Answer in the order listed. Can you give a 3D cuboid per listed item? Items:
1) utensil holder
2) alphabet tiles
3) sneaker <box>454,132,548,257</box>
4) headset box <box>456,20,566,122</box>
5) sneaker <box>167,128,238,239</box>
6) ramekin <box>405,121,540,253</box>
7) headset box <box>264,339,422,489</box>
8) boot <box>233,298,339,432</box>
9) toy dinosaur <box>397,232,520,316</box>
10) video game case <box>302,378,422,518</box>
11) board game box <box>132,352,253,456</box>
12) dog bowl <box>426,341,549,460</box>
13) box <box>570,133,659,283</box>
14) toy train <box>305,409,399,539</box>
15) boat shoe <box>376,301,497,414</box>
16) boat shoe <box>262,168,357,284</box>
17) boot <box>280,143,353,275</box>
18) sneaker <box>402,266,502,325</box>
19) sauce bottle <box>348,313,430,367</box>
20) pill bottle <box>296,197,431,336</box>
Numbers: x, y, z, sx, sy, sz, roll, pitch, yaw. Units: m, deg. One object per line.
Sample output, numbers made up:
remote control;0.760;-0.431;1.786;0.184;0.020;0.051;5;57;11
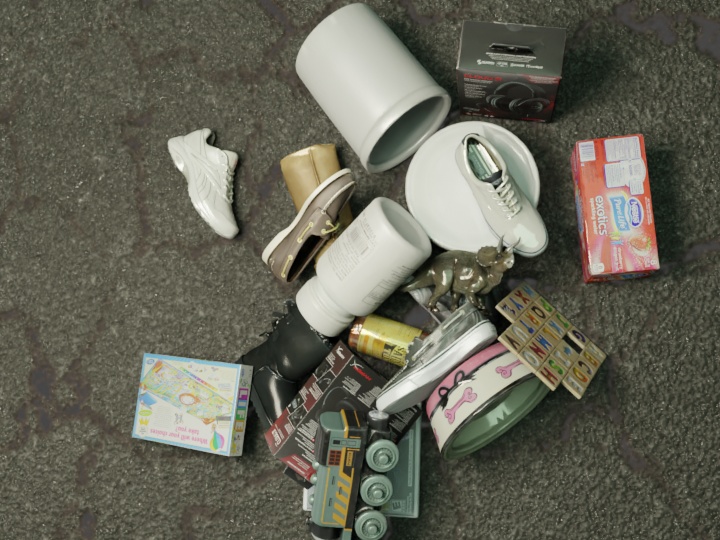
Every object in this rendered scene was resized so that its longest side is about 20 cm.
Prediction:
utensil holder;0.016;-0.283;1.245;0.169;0.170;0.201;-39;76;2
alphabet tiles;0.265;0.098;1.143;0.167;0.199;0.008;44;120;12
sneaker;0.196;-0.106;1.141;0.073;0.071;0.201;-36;78;2
headset box;0.221;-0.294;1.188;0.146;0.200;0.079;8;82;9
sneaker;-0.237;-0.150;1.314;0.098;0.078;0.202;-28;79;1
ramekin;0.172;-0.118;1.232;0.199;0.094;0.206;-1;82;10
headset box;-0.031;0.231;1.168;0.148;0.077;0.201;39;89;-21
boot;-0.094;0.158;1.231;0.162;0.073;0.199;-41;67;13
toy dinosaur;0.146;0.010;1.163;0.198;0.077;0.104;-3;76;36
video game case;0.004;0.271;1.239;0.178;0.023;0.204;1;82;10
board game box;-0.264;0.206;1.255;0.197;0.034;0.137;3;82;29
dog bowl;0.178;0.180;1.143;0.199;0.200;0.074;-37;64;2
box;0.375;-0.089;1.193;0.098;0.095;0.204;-6;81;9
toy train;-0.013;0.285;1.104;0.112;0.085;0.203;7;104;-8
boat shoe;0.097;0.122;1.117;0.199;0.072;0.071;-38;64;6
boat shoe;-0.068;-0.066;1.222;0.200;0.072;0.060;-47;69;16
boot;-0.025;-0.110;1.278;0.172;0.066;0.203;-18;78;6
sneaker;0.141;0.022;1.229;0.200;0.075;0.114;45;90;7
sauce bottle;0.080;0.119;1.226;0.197;0.066;0.067;17;85;13
pill bottle;0.000;0.000;1.176;0.200;0.114;0.115;-45;77;23
